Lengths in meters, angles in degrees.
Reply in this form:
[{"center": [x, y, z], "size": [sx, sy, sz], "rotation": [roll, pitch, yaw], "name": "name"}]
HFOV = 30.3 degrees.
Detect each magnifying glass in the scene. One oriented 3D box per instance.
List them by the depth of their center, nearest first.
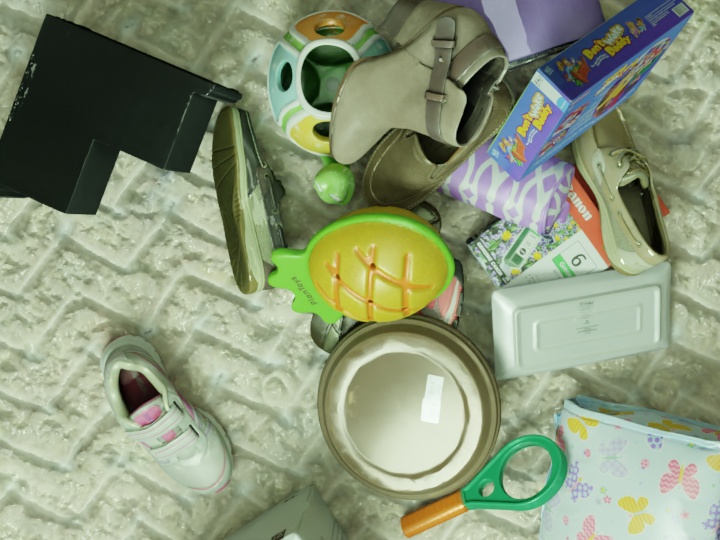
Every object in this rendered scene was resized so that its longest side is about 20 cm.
[{"center": [0.131, 0.239, 1.425], "size": [0.200, 0.080, 0.022], "rotation": [-27, 137, 20], "name": "magnifying glass"}]

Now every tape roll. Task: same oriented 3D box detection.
[{"center": [0.140, -0.244, 1.327], "size": [0.199, 0.200, 0.085], "rotation": [-18, 94, 3], "name": "tape roll"}]

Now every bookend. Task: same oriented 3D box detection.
[{"center": [-0.257, -0.133, 1.378], "size": [0.199, 0.092, 0.199], "rotation": [23, 96, 11], "name": "bookend"}]

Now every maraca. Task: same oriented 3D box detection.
[{"center": [0.000, 0.000, 1.346], "size": [0.199, 0.107, 0.137], "rotation": [-17, 127, 29], "name": "maraca"}]

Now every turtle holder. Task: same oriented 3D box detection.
[{"center": [-0.037, -0.176, 1.370], "size": [0.141, 0.132, 0.186], "rotation": [27, 95, -1], "name": "turtle holder"}]

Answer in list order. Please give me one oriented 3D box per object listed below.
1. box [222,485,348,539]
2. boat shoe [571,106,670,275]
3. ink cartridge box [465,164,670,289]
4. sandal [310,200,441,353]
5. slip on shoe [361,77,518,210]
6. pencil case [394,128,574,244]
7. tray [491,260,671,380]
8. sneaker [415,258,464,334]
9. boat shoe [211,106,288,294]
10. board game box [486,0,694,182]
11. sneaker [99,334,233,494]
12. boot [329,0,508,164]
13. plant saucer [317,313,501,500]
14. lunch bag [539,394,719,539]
[{"center": [-0.104, 0.346, 1.380], "size": [0.200, 0.199, 0.131], "rotation": [-32, 93, 4], "name": "box"}, {"center": [0.273, -0.098, 1.374], "size": [0.072, 0.065, 0.201], "rotation": [-7, 78, -27], "name": "boat shoe"}, {"center": [0.223, -0.044, 1.415], "size": [0.200, 0.050, 0.109], "rotation": [-36, 92, 4], "name": "ink cartridge box"}, {"center": [0.016, 0.004, 1.427], "size": [0.082, 0.055, 0.200], "rotation": [32, 109, 5], "name": "sandal"}, {"center": [0.068, -0.119, 1.305], "size": [0.200, 0.061, 0.076], "rotation": [-34, 89, 33], "name": "slip on shoe"}, {"center": [0.125, -0.105, 1.367], "size": [0.200, 0.085, 0.084], "rotation": [26, 91, 17], "name": "pencil case"}, {"center": [0.237, 0.056, 1.403], "size": [0.199, 0.022, 0.108], "rotation": [-10, 114, -10], "name": "tray"}, {"center": [0.050, 0.075, 1.418], "size": [0.087, 0.074, 0.201], "rotation": [21, 95, 1], "name": "sneaker"}, {"center": [-0.112, -0.076, 1.417], "size": [0.066, 0.072, 0.202], "rotation": [-5, 81, -27], "name": "boat shoe"}, {"center": [0.223, -0.183, 1.292], "size": [0.200, 0.135, 0.045], "rotation": [-37, 76, -32], "name": "board game box"}, {"center": [-0.215, 0.163, 1.424], "size": [0.081, 0.088, 0.200], "rotation": [-41, 93, 4], "name": "sneaker"}, {"center": [0.053, -0.156, 1.236], "size": [0.146, 0.070, 0.200], "rotation": [45, 122, 38], "name": "boot"}, {"center": [0.047, 0.145, 1.387], "size": [0.199, 0.029, 0.201], "rotation": [2, 98, 15], "name": "plant saucer"}, {"center": [0.293, 0.231, 1.398], "size": [0.199, 0.127, 0.170], "rotation": [10, 93, 29], "name": "lunch bag"}]
